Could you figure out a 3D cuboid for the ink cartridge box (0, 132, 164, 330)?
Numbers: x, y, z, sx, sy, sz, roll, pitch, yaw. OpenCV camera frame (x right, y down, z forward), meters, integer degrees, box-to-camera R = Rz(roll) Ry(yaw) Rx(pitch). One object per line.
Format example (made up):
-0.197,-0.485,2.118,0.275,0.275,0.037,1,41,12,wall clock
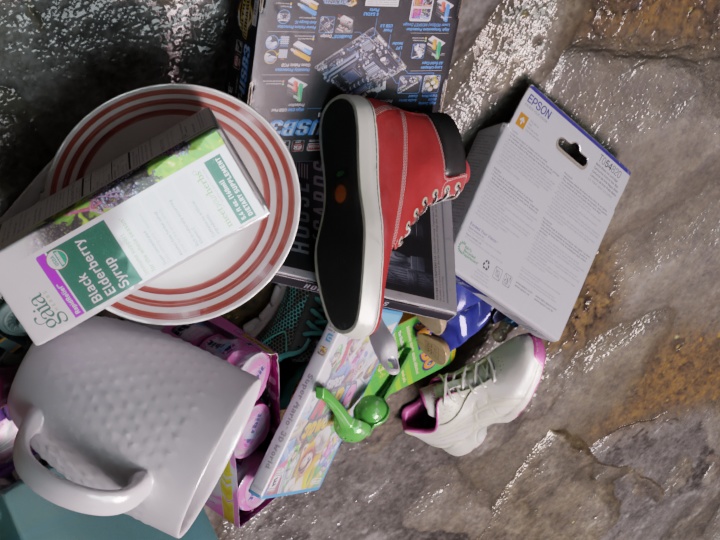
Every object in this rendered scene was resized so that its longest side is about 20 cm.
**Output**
-0.211,-0.041,1.144,0.115,0.068,0.200,-47,137,5,ink cartridge box

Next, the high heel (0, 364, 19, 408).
-0.376,0.135,1.144,0.200,0.067,0.096,-38,169,14,high heel

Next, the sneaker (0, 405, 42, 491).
-0.291,0.122,1.222,0.200,0.080,0.088,-37,129,-1,sneaker

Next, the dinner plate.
-0.147,-0.052,1.082,0.200,0.024,0.200,-5,112,-12,dinner plate

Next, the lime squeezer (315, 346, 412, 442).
0.000,0.126,1.336,0.200,0.038,0.071,-17,99,-62,lime squeezer

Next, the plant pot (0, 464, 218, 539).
-0.256,0.244,1.231,0.141,0.141,0.200,-38,159,26,plant pot

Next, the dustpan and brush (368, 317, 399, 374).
0.000,0.000,1.239,0.140,0.200,0.057,-4,141,-33,dustpan and brush

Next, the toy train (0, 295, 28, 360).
-0.336,0.012,1.101,0.114,0.085,0.200,-34,141,13,toy train

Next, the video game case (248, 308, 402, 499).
-0.030,0.122,1.315,0.200,0.018,0.143,-65,159,4,video game case

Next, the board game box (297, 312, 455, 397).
0.021,0.092,1.423,0.200,0.030,0.096,-22,135,-29,board game box

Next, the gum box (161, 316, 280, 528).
-0.137,0.131,1.293,0.066,0.113,0.200,-37,142,-37,gum box

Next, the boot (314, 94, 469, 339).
0.037,-0.040,1.155,0.144,0.072,0.200,6,84,-39,boot

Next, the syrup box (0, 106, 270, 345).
-0.176,-0.034,1.025,0.200,0.081,0.079,-30,112,-1,syrup box

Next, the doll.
0.144,0.024,1.439,0.200,0.048,0.137,-31,131,-29,doll

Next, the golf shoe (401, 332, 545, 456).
0.121,0.133,1.487,0.091,0.075,0.200,15,133,-28,golf shoe

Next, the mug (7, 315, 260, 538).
-0.200,0.127,1.116,0.148,0.175,0.200,-66,176,30,mug

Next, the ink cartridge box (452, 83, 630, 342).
0.171,-0.056,1.381,0.200,0.041,0.200,33,79,-40,ink cartridge box

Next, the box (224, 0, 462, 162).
-0.012,-0.191,1.151,0.200,0.050,0.199,-6,118,-32,box

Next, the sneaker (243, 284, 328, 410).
-0.050,0.051,1.313,0.078,0.091,0.200,18,113,-43,sneaker

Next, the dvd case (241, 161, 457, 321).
-0.008,-0.044,1.201,0.200,0.150,0.025,13,149,-26,dvd case
